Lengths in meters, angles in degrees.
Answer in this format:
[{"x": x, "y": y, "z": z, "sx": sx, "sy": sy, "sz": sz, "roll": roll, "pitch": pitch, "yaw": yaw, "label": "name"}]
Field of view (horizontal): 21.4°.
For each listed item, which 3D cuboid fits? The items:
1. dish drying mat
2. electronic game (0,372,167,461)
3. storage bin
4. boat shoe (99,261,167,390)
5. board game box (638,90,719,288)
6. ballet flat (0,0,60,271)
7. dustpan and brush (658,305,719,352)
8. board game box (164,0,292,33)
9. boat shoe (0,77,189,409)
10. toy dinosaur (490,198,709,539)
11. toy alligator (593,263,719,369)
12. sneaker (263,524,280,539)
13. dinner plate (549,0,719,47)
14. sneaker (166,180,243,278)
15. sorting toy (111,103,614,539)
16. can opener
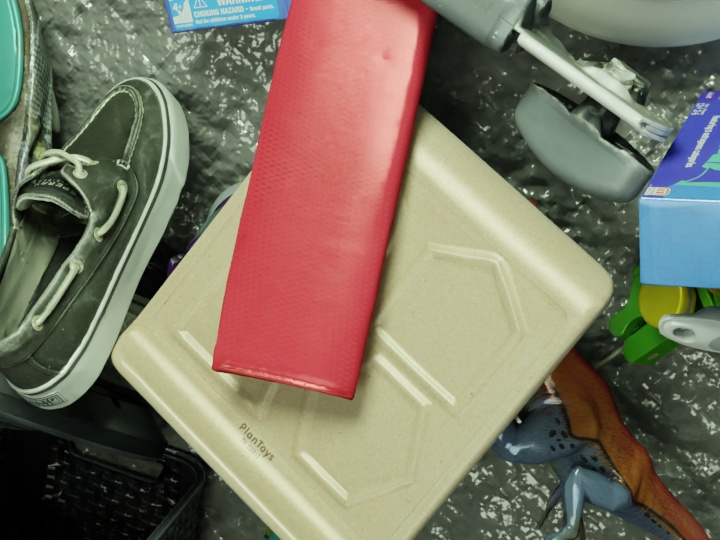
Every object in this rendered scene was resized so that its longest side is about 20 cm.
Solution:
[{"x": -0.017, "y": -0.043, "z": 0.922, "sx": 0.076, "sy": 0.018, "sz": 0.202, "roll": 10, "pitch": 83, "yaw": 19, "label": "dish drying mat"}, {"x": -0.202, "y": 0.066, "z": 1.061, "sx": 0.198, "sy": 0.200, "sz": 0.042, "roll": 20, "pitch": 87, "yaw": 13, "label": "electronic game"}, {"x": -0.186, "y": 0.176, "z": 1.088, "sx": 0.134, "sy": 0.200, "sz": 0.095, "roll": 17, "pitch": 117, "yaw": 14, "label": "storage bin"}, {"x": -0.165, "y": 0.012, "z": 1.090, "sx": 0.199, "sy": 0.062, "sz": 0.075, "roll": 21, "pitch": 123, "yaw": 30, "label": "boat shoe"}, {"x": 0.237, "y": -0.036, "z": 0.852, "sx": 0.198, "sy": 0.152, "sz": 0.045, "roll": 4, "pitch": 114, "yaw": 19, "label": "board game box"}, {"x": -0.196, "y": -0.066, "z": 1.048, "sx": 0.071, "sy": 0.072, "sz": 0.203, "roll": -10, "pitch": 72, "yaw": 25, "label": "ballet flat"}, {"x": 0.232, "y": 0.030, "z": 0.884, "sx": 0.198, "sy": 0.058, "sz": 0.140, "roll": 14, "pitch": 135, "yaw": -6, "label": "dustpan and brush"}, {"x": -0.022, "y": -0.227, "z": 0.933, "sx": 0.198, "sy": 0.041, "sz": 0.202, "roll": -4, "pitch": 111, "yaw": 23, "label": "board game box"}, {"x": -0.143, "y": -0.029, "z": 0.983, "sx": 0.070, "sy": 0.202, "sz": 0.064, "roll": -7, "pitch": 142, "yaw": 29, "label": "boat shoe"}, {"x": 0.114, "y": 0.098, "z": 0.960, "sx": 0.180, "sy": 0.105, "sz": 0.201, "roll": 26, "pitch": 128, "yaw": 2, "label": "toy dinosaur"}, {"x": 0.163, "y": 0.009, "z": 0.964, "sx": 0.199, "sy": 0.059, "sz": 0.055, "roll": -32, "pitch": 60, "yaw": 43, "label": "toy alligator"}, {"x": -0.026, "y": 0.154, "z": 1.085, "sx": 0.077, "sy": 0.080, "sz": 0.202, "roll": 8, "pitch": 115, "yaw": 18, "label": "sneaker"}, {"x": 0.142, "y": -0.189, "z": 0.861, "sx": 0.198, "sy": 0.024, "sz": 0.202, "roll": 2, "pitch": 121, "yaw": 3, "label": "dinner plate"}, {"x": 0.000, "y": 0.000, "z": 1.000, "sx": 0.198, "sy": 0.088, "sz": 0.075, "roll": 2, "pitch": 114, "yaw": 21, "label": "sneaker"}, {"x": -0.001, "y": 0.026, "z": 0.934, "sx": 0.185, "sy": 0.036, "sz": 0.200, "roll": 43, "pitch": 95, "yaw": 20, "label": "sorting toy"}, {"x": 0.056, "y": -0.106, "z": 0.880, "sx": 0.199, "sy": 0.053, "sz": 0.067, "roll": 36, "pitch": 106, "yaw": 15, "label": "can opener"}]
